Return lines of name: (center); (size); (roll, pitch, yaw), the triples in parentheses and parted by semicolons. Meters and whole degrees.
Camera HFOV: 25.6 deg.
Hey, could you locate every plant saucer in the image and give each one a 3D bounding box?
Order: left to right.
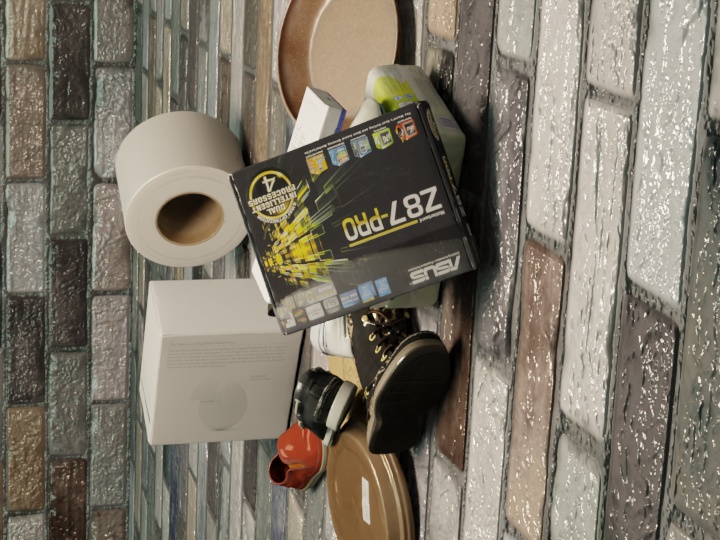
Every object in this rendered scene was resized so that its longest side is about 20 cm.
plant saucer: (-0.017, -0.242, 1.722); (0.199, 0.036, 0.203); (-5, 84, 47)
plant saucer: (0.006, 0.260, 1.745); (0.200, 0.029, 0.203); (172, 90, -68)

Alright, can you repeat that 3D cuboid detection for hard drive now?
hard drive: (-0.063, -0.077, 1.594); (0.132, 0.025, 0.202); (-125, 51, -72)

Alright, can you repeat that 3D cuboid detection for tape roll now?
tape roll: (-0.273, -0.124, 2.446); (0.140, 0.200, 0.204); (-107, 22, -45)

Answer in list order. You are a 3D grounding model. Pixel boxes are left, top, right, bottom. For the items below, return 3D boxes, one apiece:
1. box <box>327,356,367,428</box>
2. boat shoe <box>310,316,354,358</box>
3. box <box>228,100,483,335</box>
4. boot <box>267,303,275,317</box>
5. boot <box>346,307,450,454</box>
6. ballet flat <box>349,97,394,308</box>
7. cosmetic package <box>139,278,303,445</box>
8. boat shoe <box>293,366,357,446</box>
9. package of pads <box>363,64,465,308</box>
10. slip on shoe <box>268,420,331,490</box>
box: (0.002, 0.141, 1.820); (0.164, 0.021, 0.202); (109, 155, -50)
boat shoe: (0.000, 0.000, 1.762); (0.066, 0.073, 0.203); (15, 100, 39)
box: (-0.005, -0.048, 1.465); (0.049, 0.198, 0.163); (-28, -81, -75)
boot: (-0.042, -0.036, 1.652); (0.200, 0.077, 0.140); (-37, 51, 56)
boot: (0.034, 0.081, 1.624); (0.201, 0.072, 0.152); (103, 160, -54)
ballet flat: (-0.003, -0.064, 1.515); (0.069, 0.069, 0.203); (175, 92, -74)
cosmetic package: (-0.196, 0.123, 2.191); (0.124, 0.197, 0.202); (-110, 25, -48)
boat shoe: (-0.042, 0.144, 1.743); (0.076, 0.060, 0.200); (-63, -4, -16)
package of pads: (0.042, -0.087, 1.584); (0.155, 0.067, 0.202); (-116, 29, -53)
slip on shoe: (-0.074, 0.226, 2.025); (0.201, 0.060, 0.075); (117, 150, -56)
